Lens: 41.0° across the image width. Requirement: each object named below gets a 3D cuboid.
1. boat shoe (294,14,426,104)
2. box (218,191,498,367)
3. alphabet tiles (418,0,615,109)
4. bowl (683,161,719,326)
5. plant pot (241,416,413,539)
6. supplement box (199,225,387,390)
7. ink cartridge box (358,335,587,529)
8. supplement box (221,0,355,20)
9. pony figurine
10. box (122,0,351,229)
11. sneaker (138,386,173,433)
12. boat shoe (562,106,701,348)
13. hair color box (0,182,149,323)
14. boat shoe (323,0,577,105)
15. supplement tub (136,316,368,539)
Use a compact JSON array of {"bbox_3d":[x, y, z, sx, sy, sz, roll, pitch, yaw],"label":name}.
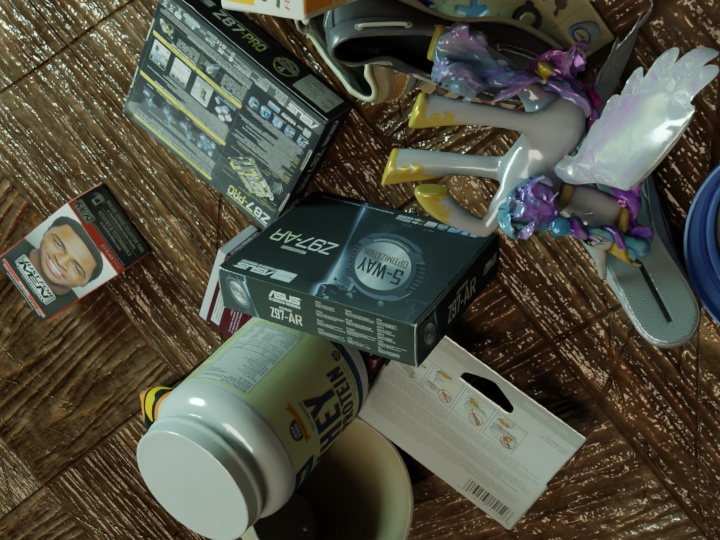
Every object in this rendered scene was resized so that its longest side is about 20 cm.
[{"bbox_3d":[-0.021,-0.225,0.776,0.200,0.068,0.075,53,139,3],"label":"boat shoe"},{"bbox_3d":[0.000,0.000,0.855,0.199,0.160,0.044,16,127,28],"label":"box"},{"bbox_3d":[0.099,-0.213,0.749,0.200,0.006,0.167,-31,99,44],"label":"alphabet tiles"},{"bbox_3d":[0.337,-0.016,0.688,0.200,0.039,0.201,18,128,25],"label":"bowl"},{"bbox_3d":[-0.065,0.274,1.092,0.187,0.187,0.200,45,149,1],"label":"plant pot"},{"bbox_3d":[-0.066,0.056,1.008,0.200,0.061,0.109,36,134,11],"label":"supplement box"},{"bbox_3d":[0.109,0.143,0.956,0.200,0.044,0.174,36,133,11],"label":"ink cartridge box"},{"bbox_3d":[-0.009,-0.257,0.654,0.073,0.200,0.126,17,125,29],"label":"supplement box"},{"bbox_3d":[0.134,-0.095,0.661,0.199,0.167,0.194,18,120,-4],"label":"pony figurine"},{"bbox_3d":[-0.123,-0.154,0.917,0.200,0.049,0.161,39,132,7],"label":"box"},{"bbox_3d":[-0.229,0.234,1.251,0.090,0.070,0.201,14,127,46],"label":"sneaker"},{"bbox_3d":[0.200,-0.033,0.750,0.073,0.067,0.201,-20,83,12],"label":"boat shoe"},{"bbox_3d":[-0.350,-0.017,1.162,0.200,0.061,0.102,-27,101,43],"label":"hair color box"},{"bbox_3d":[0.067,-0.154,0.720,0.199,0.063,0.073,16,139,-9],"label":"boat shoe"},{"bbox_3d":[-0.098,0.138,0.905,0.145,0.200,0.145,18,129,24],"label":"supplement tub"}]
